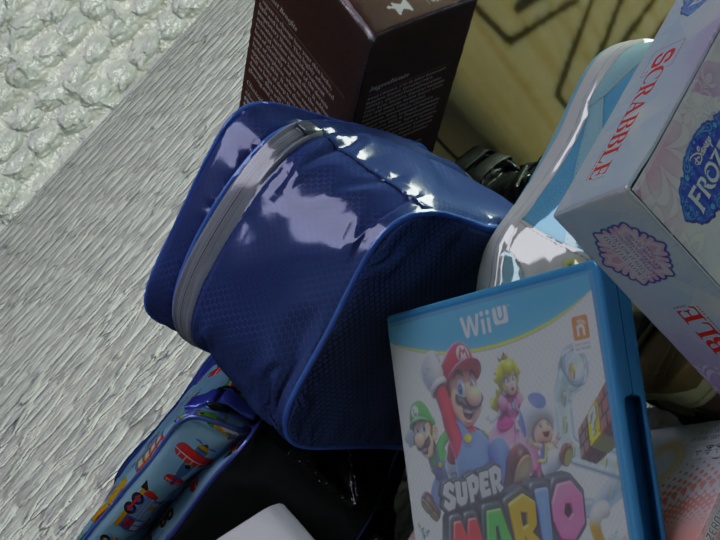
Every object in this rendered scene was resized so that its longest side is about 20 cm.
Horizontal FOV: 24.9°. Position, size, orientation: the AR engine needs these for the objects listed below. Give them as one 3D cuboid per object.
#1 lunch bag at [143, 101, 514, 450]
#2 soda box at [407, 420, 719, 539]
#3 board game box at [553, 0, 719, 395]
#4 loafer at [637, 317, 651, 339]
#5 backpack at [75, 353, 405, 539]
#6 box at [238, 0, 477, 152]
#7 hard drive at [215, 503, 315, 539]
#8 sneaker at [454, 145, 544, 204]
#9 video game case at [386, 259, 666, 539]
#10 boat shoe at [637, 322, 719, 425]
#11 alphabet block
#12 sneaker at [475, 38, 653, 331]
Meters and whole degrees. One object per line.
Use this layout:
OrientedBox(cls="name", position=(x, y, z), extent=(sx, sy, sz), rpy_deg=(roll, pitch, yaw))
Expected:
OrientedBox(cls="lunch bag", position=(0.000, 0.000, 0.819), extent=(0.132, 0.200, 0.136), rpy_deg=(39, 105, 33))
OrientedBox(cls="soda box", position=(0.105, 0.117, 0.708), extent=(0.200, 0.064, 0.069), rpy_deg=(-17, 33, 54))
OrientedBox(cls="board game box", position=(0.186, -0.027, 0.622), extent=(0.041, 0.200, 0.200), rpy_deg=(-20, 30, 52))
OrientedBox(cls="loafer", position=(0.192, -0.047, 0.855), extent=(0.201, 0.070, 0.068), rpy_deg=(-47, 19, -6))
OrientedBox(cls="backpack", position=(-0.055, 0.118, 0.914), extent=(0.183, 0.134, 0.200), rpy_deg=(-50, 5, 26))
OrientedBox(cls="box", position=(-0.009, -0.102, 0.894), extent=(0.075, 0.100, 0.200), rpy_deg=(-25, -27, -24))
OrientedBox(cls="hard drive", position=(-0.038, 0.196, 0.704), extent=(0.132, 0.026, 0.200), rpy_deg=(-31, 40, -17))
OrientedBox(cls="sneaker", position=(0.089, -0.043, 0.883), extent=(0.071, 0.099, 0.200), rpy_deg=(-42, -19, -32))
OrientedBox(cls="video game case", position=(0.069, 0.106, 0.667), extent=(0.143, 0.018, 0.201), rpy_deg=(-18, 77, 55))
OrientedBox(cls="boat shoe", position=(0.161, 0.044, 0.729), extent=(0.072, 0.066, 0.201), rpy_deg=(-54, -4, 2))
OrientedBox(cls="alphabet block", position=(0.098, -0.135, 1.038), extent=(0.197, 0.200, 0.195), rpy_deg=(-52, 20, -19))
OrientedBox(cls="sneaker", position=(0.125, -0.024, 0.715), extent=(0.130, 0.079, 0.201), rpy_deg=(-12, 55, 65))
